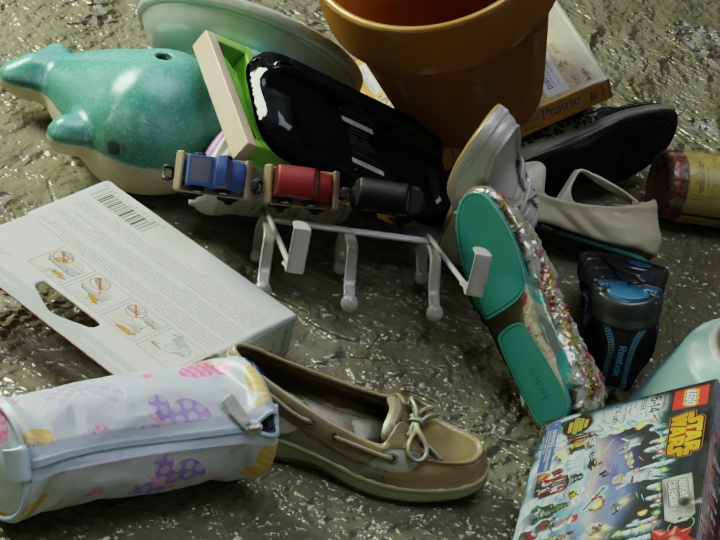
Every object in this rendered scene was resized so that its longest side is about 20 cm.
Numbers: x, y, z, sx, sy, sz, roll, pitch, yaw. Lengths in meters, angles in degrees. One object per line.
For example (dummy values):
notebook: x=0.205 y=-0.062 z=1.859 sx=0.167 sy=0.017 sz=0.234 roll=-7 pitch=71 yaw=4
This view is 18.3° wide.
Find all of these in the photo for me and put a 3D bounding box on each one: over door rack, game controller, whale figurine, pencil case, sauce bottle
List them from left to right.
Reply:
whale figurine: x=-0.195 y=-0.143 z=1.802 sx=0.200 sy=0.104 sz=0.159 roll=31 pitch=35 yaw=23
pencil case: x=-0.151 y=0.110 z=1.458 sx=0.199 sy=0.084 sz=0.091 roll=-7 pitch=19 yaw=-32
game controller: x=-0.007 y=-0.101 z=1.750 sx=0.199 sy=0.042 sz=0.105 roll=23 pitch=48 yaw=-37
over door rack: x=0.000 y=0.000 z=1.665 sx=0.147 sy=0.067 sz=0.200 roll=7 pitch=3 yaw=-11
sauce bottle: x=0.353 y=-0.064 z=1.984 sx=0.199 sy=0.066 sz=0.066 roll=8 pitch=33 yaw=-18

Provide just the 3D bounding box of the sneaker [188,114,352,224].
sneaker: x=-0.059 y=-0.075 z=1.776 sx=0.099 sy=0.075 sz=0.200 roll=38 pitch=28 yaw=17

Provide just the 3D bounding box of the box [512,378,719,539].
box: x=0.177 y=0.155 z=1.518 sx=0.136 sy=0.040 sz=0.200 roll=-15 pitch=25 yaw=21

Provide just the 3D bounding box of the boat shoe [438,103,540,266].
boat shoe: x=0.110 y=-0.056 z=1.741 sx=0.069 sy=0.200 sz=0.071 roll=34 pitch=67 yaw=15

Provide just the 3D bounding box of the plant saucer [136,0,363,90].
plant saucer: x=-0.098 y=-0.169 z=1.870 sx=0.199 sy=0.200 sz=0.050 roll=18 pitch=76 yaw=1

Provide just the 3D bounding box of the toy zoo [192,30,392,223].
toy zoo: x=-0.037 y=-0.108 z=1.772 sx=0.199 sy=0.020 sz=0.132 roll=21 pitch=35 yaw=-39

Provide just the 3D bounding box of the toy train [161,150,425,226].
toy train: x=-0.048 y=-0.061 z=1.665 sx=0.199 sy=0.034 sz=0.046 roll=7 pitch=-8 yaw=-12

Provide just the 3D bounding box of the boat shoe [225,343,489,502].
boat shoe: x=-0.003 y=0.104 z=1.556 sx=0.200 sy=0.063 sz=0.073 roll=18 pitch=32 yaw=1

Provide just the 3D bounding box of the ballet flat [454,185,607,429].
ballet flat: x=0.128 y=0.031 z=1.678 sx=0.064 sy=0.075 sz=0.201 roll=-6 pitch=72 yaw=-48

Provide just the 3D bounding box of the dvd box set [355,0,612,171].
dvd box set: x=0.098 y=-0.162 z=1.934 sx=0.199 sy=0.029 sz=0.147 roll=-24 pitch=48 yaw=-4

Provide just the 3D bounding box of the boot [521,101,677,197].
boot: x=0.164 y=-0.138 z=1.982 sx=0.203 sy=0.074 sz=0.154 roll=-19 pitch=45 yaw=-28

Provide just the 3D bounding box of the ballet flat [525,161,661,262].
ballet flat: x=0.159 y=-0.058 z=1.872 sx=0.199 sy=0.070 sz=0.070 roll=14 pitch=32 yaw=-12

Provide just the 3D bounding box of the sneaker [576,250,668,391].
sneaker: x=0.199 y=0.035 z=1.759 sx=0.073 sy=0.082 sz=0.200 roll=11 pitch=12 yaw=8

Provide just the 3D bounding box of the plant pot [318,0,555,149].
plant pot: x=0.074 y=-0.205 z=1.833 sx=0.199 sy=0.184 sz=0.201 roll=-8 pitch=50 yaw=9

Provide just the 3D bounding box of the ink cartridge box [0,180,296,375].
ink cartridge box: x=-0.174 y=0.022 z=1.619 sx=0.200 sy=0.044 sz=0.173 roll=35 pitch=37 yaw=24

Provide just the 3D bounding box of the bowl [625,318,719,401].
bowl: x=0.297 y=0.108 z=1.657 sx=0.200 sy=0.105 sz=0.201 roll=13 pitch=33 yaw=-8
